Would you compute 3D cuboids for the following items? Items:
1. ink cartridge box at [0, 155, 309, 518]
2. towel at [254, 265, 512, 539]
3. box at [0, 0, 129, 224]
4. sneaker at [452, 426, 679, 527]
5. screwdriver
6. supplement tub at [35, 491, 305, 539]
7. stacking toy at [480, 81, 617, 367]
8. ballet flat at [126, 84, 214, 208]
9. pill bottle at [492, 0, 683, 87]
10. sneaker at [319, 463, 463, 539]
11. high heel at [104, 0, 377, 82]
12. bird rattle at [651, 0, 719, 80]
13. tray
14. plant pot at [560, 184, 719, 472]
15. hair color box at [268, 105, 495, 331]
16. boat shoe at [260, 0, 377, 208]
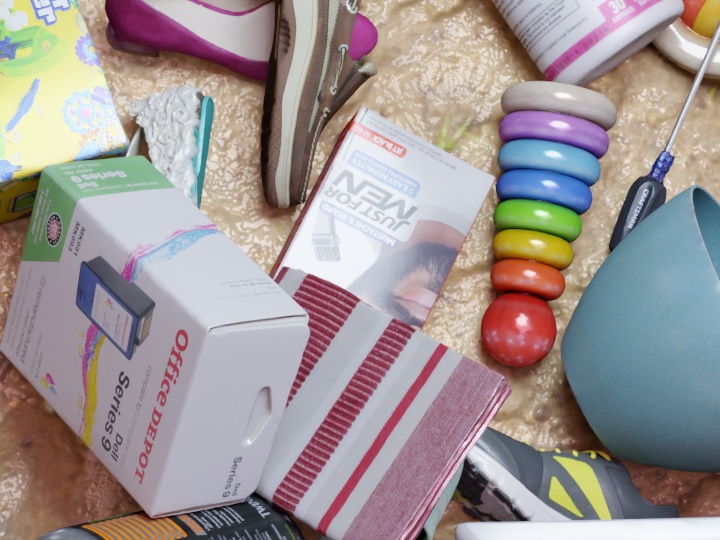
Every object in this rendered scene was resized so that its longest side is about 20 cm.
[{"bbox_3d":[-0.135,0.039,1.379,0.087,0.146,0.200,-8,38,-41],"label":"ink cartridge box"},{"bbox_3d":[-0.015,0.091,1.392,0.200,0.023,0.144,28,78,37],"label":"towel"},{"bbox_3d":[-0.281,-0.132,1.453,0.192,0.122,0.200,-17,81,-15],"label":"box"},{"bbox_3d":[0.137,0.154,1.511,0.200,0.074,0.085,38,67,-11],"label":"sneaker"},{"bbox_3d":[0.232,-0.100,1.578,0.028,0.029,0.200,25,93,-44],"label":"screwdriver"},{"bbox_3d":[-0.134,0.211,1.349,0.200,0.122,0.123,-8,77,-43],"label":"supplement tub"},{"bbox_3d":[0.128,-0.029,1.545,0.085,0.085,0.200,11,81,-9],"label":"stacking toy"},{"bbox_3d":[-0.136,-0.032,1.496,0.072,0.072,0.200,5,70,-11],"label":"ballet flat"},{"bbox_3d":[0.134,-0.238,1.571,0.113,0.113,0.200,-34,86,-17],"label":"pill bottle"},{"bbox_3d":[-0.037,0.136,1.424,0.200,0.074,0.118,3,36,13],"label":"sneaker"},{"bbox_3d":[-0.080,-0.179,1.520,0.200,0.096,0.067,7,76,-10],"label":"high heel"},{"bbox_3d":[0.276,-0.226,1.611,0.200,0.113,0.163,37,89,1],"label":"bird rattle"},{"bbox_3d":[0.165,0.220,1.466,0.200,0.022,0.108,-2,110,4],"label":"tray"},{"bbox_3d":[0.219,0.060,1.498,0.135,0.200,0.200,-28,83,17],"label":"plant pot"},{"bbox_3d":[0.000,0.000,1.514,0.111,0.064,0.200,28,75,-5],"label":"hair color box"},{"bbox_3d":[-0.025,-0.137,1.497,0.075,0.075,0.203,4,113,-9],"label":"boat shoe"}]
